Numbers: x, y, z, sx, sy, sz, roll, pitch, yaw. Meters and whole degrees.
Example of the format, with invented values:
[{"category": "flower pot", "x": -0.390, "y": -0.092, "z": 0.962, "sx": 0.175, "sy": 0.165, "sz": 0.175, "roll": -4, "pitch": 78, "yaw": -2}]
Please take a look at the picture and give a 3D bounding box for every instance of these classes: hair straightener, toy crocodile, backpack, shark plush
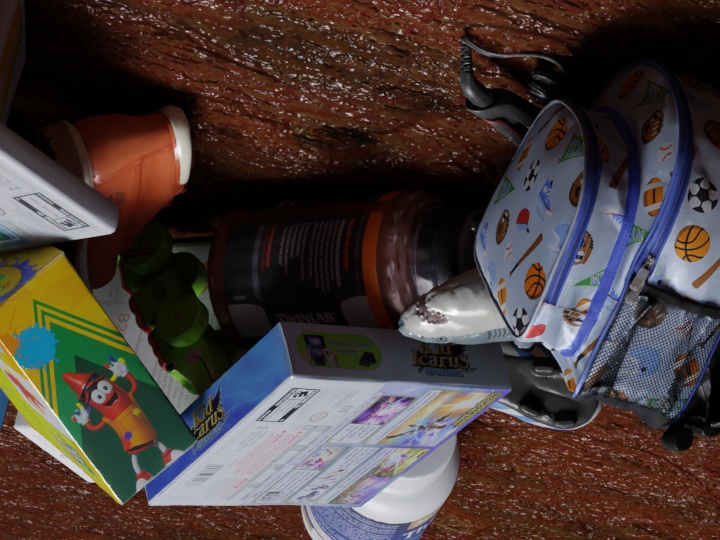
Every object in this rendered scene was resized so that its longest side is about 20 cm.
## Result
[{"category": "hair straightener", "x": 0.134, "y": -0.094, "z": 1.567, "sx": 0.077, "sy": 0.041, "sz": 0.200, "roll": -34, "pitch": 128, "yaw": 23}, {"category": "toy crocodile", "x": -0.135, "y": 0.030, "z": 1.787, "sx": 0.062, "sy": 0.200, "sz": 0.068, "roll": -36, "pitch": 141, "yaw": 8}, {"category": "backpack", "x": 0.164, "y": -0.029, "z": 1.488, "sx": 0.154, "sy": 0.200, "sz": 0.191, "roll": 22, "pitch": 110, "yaw": -26}, {"category": "shark plush", "x": 0.120, "y": 0.021, "z": 1.664, "sx": 0.200, "sy": 0.091, "sz": 0.083, "roll": -2, "pitch": 141, "yaw": -45}]

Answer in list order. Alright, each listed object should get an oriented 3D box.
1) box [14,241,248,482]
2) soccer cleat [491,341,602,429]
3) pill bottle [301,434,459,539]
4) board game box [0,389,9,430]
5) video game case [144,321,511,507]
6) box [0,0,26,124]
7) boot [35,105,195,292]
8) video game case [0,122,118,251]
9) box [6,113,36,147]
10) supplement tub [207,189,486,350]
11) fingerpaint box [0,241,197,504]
[{"category": "box", "x": -0.136, "y": 0.070, "z": 1.879, "sx": 0.199, "sy": 0.153, "sz": 0.106, "roll": -3, "pitch": 151, "yaw": 30}, {"category": "soccer cleat", "x": 0.086, "y": 0.066, "z": 1.871, "sx": 0.199, "sy": 0.070, "sz": 0.086, "roll": 24, "pitch": -174, "yaw": 2}, {"category": "pill bottle", "x": 0.020, "y": 0.164, "z": 2.051, "sx": 0.111, "sy": 0.111, "sz": 0.200, "roll": 15, "pitch": 155, "yaw": -5}, {"category": "board game box", "x": -0.390, "y": 0.099, "z": 2.060, "sx": 0.199, "sy": 0.151, "sz": 0.047, "roll": 16, "pitch": 154, "yaw": -9}, {"category": "video game case", "x": -0.026, "y": 0.103, "z": 1.715, "sx": 0.181, "sy": 0.046, "sz": 0.200, "roll": 6, "pitch": 148, "yaw": -35}, {"category": "box", "x": -0.323, "y": -0.133, "z": 1.596, "sx": 0.199, "sy": 0.113, "sz": 0.101, "roll": 12, "pitch": 155, "yaw": -1}, {"category": "boot", "x": -0.164, "y": -0.046, "z": 1.719, "sx": 0.107, "sy": 0.075, "sz": 0.200, "roll": -20, "pitch": 159, "yaw": -17}, {"category": "video game case", "x": -0.281, "y": -0.063, "z": 1.566, "sx": 0.182, "sy": 0.024, "sz": 0.200, "roll": -8, "pitch": 151, "yaw": 34}, {"category": "box", "x": -0.314, "y": -0.066, "z": 1.808, "sx": 0.199, "sy": 0.044, "sz": 0.160, "roll": 0, "pitch": 153, "yaw": 25}, {"category": "supplement tub", "x": 0.000, "y": 0.000, "z": 1.726, "sx": 0.199, "sy": 0.107, "sz": 0.107, "roll": -4, "pitch": 150, "yaw": 32}, {"category": "fingerpaint box", "x": -0.213, "y": 0.050, "z": 1.705, "sx": 0.167, "sy": 0.073, "sz": 0.200, "roll": 56, "pitch": 166, "yaw": -24}]
